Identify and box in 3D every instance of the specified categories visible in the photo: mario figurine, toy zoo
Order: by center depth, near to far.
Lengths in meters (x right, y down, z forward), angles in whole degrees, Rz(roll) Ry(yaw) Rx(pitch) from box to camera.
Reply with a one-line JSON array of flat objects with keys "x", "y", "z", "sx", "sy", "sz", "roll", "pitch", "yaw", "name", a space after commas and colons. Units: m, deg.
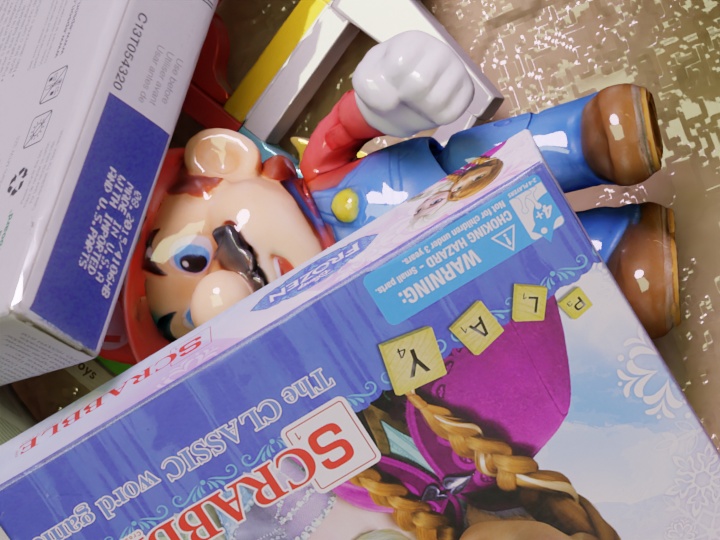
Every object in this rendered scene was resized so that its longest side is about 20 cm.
[{"x": 0.000, "y": 0.000, "z": 0.885, "sx": 0.200, "sy": 0.106, "sz": 0.124, "roll": -10, "pitch": 73, "yaw": 10, "name": "mario figurine"}, {"x": -0.042, "y": -0.044, "z": 0.962, "sx": 0.131, "sy": 0.020, "sz": 0.200, "roll": 38, "pitch": 100, "yaw": 11, "name": "toy zoo"}]

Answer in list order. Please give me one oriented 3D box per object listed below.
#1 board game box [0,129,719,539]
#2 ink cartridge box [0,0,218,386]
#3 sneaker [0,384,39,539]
[{"x": 0.019, "y": 0.092, "z": 0.868, "sx": 0.200, "sy": 0.041, "sz": 0.200, "roll": -31, "pitch": 107, "yaw": 6, "name": "board game box"}, {"x": -0.130, "y": -0.046, "z": 0.941, "sx": 0.200, "sy": 0.043, "sz": 0.197, "roll": -16, "pitch": 50, "yaw": 48, "name": "ink cartridge box"}, {"x": -0.067, "y": 0.090, "z": 0.944, "sx": 0.115, "sy": 0.076, "sz": 0.201, "roll": -32, "pitch": 82, "yaw": 8, "name": "sneaker"}]
